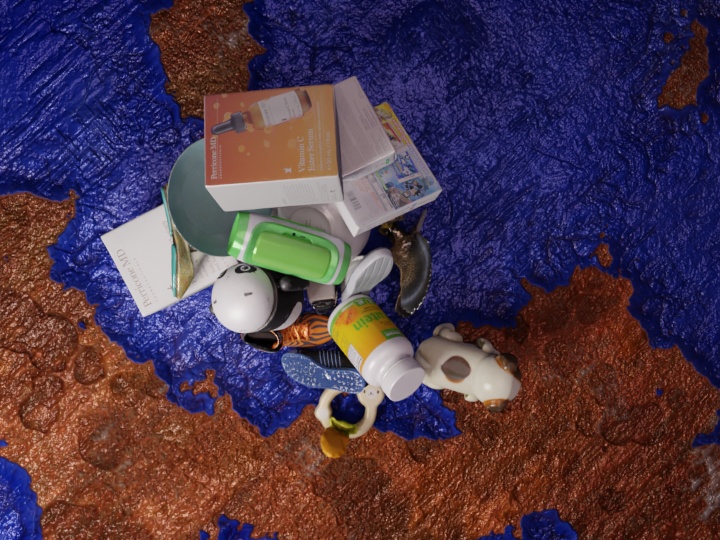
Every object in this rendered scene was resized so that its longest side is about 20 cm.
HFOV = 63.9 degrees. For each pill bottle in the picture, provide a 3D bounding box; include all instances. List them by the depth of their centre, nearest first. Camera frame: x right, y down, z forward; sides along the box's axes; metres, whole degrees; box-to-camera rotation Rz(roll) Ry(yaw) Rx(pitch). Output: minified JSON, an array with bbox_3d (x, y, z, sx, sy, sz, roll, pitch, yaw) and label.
[{"bbox_3d":[0.032,0.148,1.102,0.111,0.111,0.200,-42,53,-1],"label":"pill bottle"}]

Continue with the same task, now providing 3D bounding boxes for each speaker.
[{"bbox_3d":[-0.120,-0.037,0.983,0.198,0.088,0.089,16,92,-19],"label":"speaker"}]

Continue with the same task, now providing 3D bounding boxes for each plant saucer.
[{"bbox_3d":[-0.242,-0.125,0.984,0.200,0.038,0.203,-7,100,-43],"label":"plant saucer"}]

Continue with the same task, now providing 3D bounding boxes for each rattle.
[{"bbox_3d":[-0.005,0.264,1.169,0.200,0.143,0.131,-40,76,5],"label":"rattle"}]

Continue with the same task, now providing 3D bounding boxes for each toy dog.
[{"bbox_3d":[0.218,0.188,1.128,0.199,0.194,0.141,18,83,33],"label":"toy dog"}]

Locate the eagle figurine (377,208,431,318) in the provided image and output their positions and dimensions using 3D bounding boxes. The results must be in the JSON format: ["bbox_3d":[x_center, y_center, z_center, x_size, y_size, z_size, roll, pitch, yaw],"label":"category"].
[{"bbox_3d":[0.090,-0.016,1.159,0.151,0.151,0.201,-37,77,40],"label":"eagle figurine"}]

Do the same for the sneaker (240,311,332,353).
[{"bbox_3d":[-0.141,0.132,1.159,0.198,0.112,0.078,-6,95,-4],"label":"sneaker"}]

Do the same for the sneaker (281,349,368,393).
[{"bbox_3d":[-0.063,0.199,1.185,0.198,0.078,0.071,12,111,24],"label":"sneaker"}]

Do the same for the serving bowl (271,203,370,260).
[{"bbox_3d":[-0.083,-0.086,1.063,0.198,0.066,0.202,6,115,13],"label":"serving bowl"}]

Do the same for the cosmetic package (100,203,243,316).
[{"bbox_3d":[-0.342,-0.037,1.106,0.199,0.166,0.168,-27,95,-2],"label":"cosmetic package"}]

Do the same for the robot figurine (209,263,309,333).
[{"bbox_3d":[-0.180,0.047,1.041,0.124,0.200,0.151,35,101,20],"label":"robot figurine"}]

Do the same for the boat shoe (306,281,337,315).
[{"bbox_3d":[-0.087,-0.004,1.183,0.074,0.093,0.202,-6,66,1],"label":"boat shoe"}]

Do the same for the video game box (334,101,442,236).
[{"bbox_3d":[0.018,-0.183,1.021,0.181,0.047,0.201,-25,77,-20],"label":"video game box"}]

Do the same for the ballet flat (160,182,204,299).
[{"bbox_3d":[-0.301,-0.052,0.996,0.070,0.071,0.202,-5,94,-4],"label":"ballet flat"}]

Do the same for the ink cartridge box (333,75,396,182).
[{"bbox_3d":[-0.061,-0.217,0.977,0.199,0.050,0.162,-26,77,-2],"label":"ink cartridge box"}]

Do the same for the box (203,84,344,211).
[{"bbox_3d":[-0.131,-0.187,0.894,0.198,0.106,0.154,-5,77,0],"label":"box"}]

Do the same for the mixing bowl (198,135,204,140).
[{"bbox_3d":[-0.200,-0.216,1.110,0.198,0.201,0.109,-13,118,-4],"label":"mixing bowl"}]

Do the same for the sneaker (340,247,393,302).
[{"bbox_3d":[0.000,0.000,1.128,0.072,0.200,0.071,-6,64,-28],"label":"sneaker"}]
